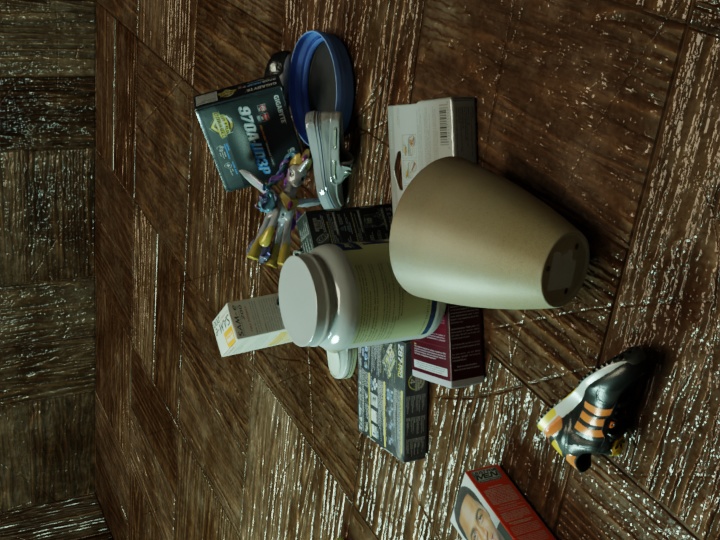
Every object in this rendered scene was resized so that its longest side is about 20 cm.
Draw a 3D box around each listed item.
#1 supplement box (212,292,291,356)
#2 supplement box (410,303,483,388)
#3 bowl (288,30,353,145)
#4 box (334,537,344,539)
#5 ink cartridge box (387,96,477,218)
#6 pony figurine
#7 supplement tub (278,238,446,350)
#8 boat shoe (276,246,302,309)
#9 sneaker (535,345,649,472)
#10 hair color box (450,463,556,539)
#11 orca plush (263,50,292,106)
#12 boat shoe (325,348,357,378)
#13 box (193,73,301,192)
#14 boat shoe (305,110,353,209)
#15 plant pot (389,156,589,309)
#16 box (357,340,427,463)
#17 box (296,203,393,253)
[{"bbox_3d":[-0.157,0.090,1.768,0.126,0.199,0.074,-42,62,61],"label":"supplement box"},{"bbox_3d":[0.121,0.059,1.385,0.109,0.061,0.201,10,106,61],"label":"supplement box"},{"bbox_3d":[-0.069,-0.318,1.692,0.200,0.039,0.201,21,114,60],"label":"bowl"},{"bbox_3d":[-0.016,0.614,1.789,0.200,0.047,0.122,51,139,48],"label":"box"},{"bbox_3d":[0.103,-0.145,1.393,0.173,0.043,0.201,12,107,62],"label":"ink cartridge box"},{"bbox_3d":[-0.137,-0.108,1.684,0.193,0.166,0.201,176,111,-73],"label":"pony figurine"},{"bbox_3d":[0.002,0.032,1.325,0.145,0.199,0.146,18,111,60],"label":"supplement tub"},{"bbox_3d":[-0.089,-0.012,1.693,0.073,0.063,0.201,12,79,56],"label":"boat shoe"},{"bbox_3d":[0.284,0.163,1.103,0.090,0.070,0.200,56,145,18],"label":"sneaker"},{"bbox_3d":[0.203,0.369,1.295,0.200,0.061,0.102,52,140,47],"label":"hair color box"},{"bbox_3d":[-0.169,-0.316,1.807,0.105,0.071,0.200,-70,-13,-45],"label":"orca plush"},{"bbox_3d":[-0.049,0.107,1.705,0.075,0.068,0.201,35,133,49],"label":"boat shoe"},{"bbox_3d":[-0.198,-0.247,1.750,0.200,0.158,0.046,76,180,-45],"label":"box"},{"bbox_3d":[-0.044,-0.180,1.635,0.074,0.066,0.200,-83,-15,-46],"label":"boat shoe"},{"bbox_3d":[0.170,-0.027,1.174,0.200,0.187,0.188,23,117,44],"label":"plant pot"},{"bbox_3d":[0.049,0.189,1.567,0.161,0.049,0.201,23,116,61],"label":"box"},{"bbox_3d":[0.000,0.000,1.498,0.044,0.160,0.201,-40,61,58],"label":"box"}]
